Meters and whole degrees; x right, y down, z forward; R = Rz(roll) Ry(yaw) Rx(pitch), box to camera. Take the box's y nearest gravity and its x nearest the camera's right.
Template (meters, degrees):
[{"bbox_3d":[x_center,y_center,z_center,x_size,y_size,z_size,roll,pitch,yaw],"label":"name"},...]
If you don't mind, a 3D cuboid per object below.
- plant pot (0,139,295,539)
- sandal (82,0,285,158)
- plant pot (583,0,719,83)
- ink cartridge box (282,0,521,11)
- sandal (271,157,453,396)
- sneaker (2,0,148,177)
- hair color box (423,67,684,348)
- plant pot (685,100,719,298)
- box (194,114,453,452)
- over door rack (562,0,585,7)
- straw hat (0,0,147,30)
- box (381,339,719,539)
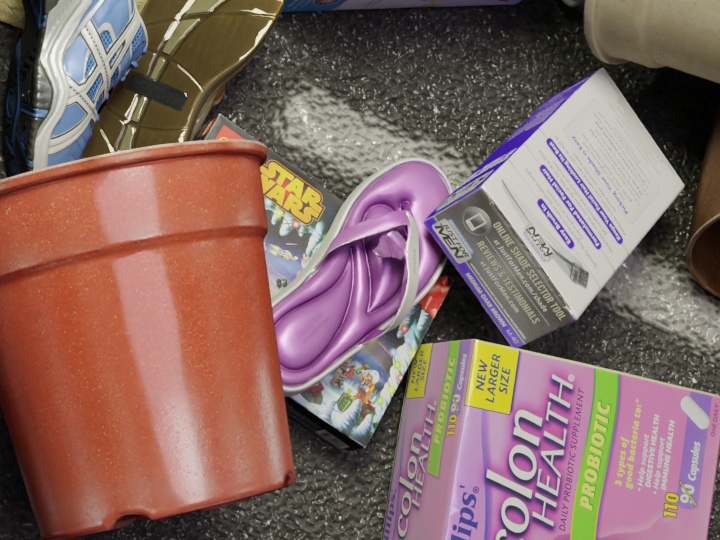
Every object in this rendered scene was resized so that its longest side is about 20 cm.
[{"bbox_3d":[-0.129,0.045,1.050,0.201,0.201,0.195,-11,84,-26],"label":"plant pot"},{"bbox_3d":[-0.118,-0.123,1.200,0.080,0.054,0.200,28,85,7],"label":"sandal"},{"bbox_3d":[0.283,-0.193,1.238,0.183,0.200,0.200,31,63,24],"label":"plant pot"},{"bbox_3d":[0.045,-0.267,1.249,0.200,0.147,0.146,-5,82,-26],"label":"ink cartridge box"},{"bbox_3d":[0.005,0.005,1.189,0.082,0.050,0.203,45,63,-12],"label":"sandal"},{"bbox_3d":[-0.173,-0.126,1.137,0.077,0.076,0.200,6,105,-29],"label":"sneaker"},{"bbox_3d":[0.137,-0.046,1.262,0.109,0.065,0.200,54,40,-7],"label":"hair color box"},{"bbox_3d":[0.335,-0.096,1.349,0.187,0.187,0.200,18,60,-21],"label":"plant pot"},{"bbox_3d":[-0.051,0.010,1.213,0.200,0.040,0.137,34,67,-15],"label":"box"},{"bbox_3d":[0.213,-0.297,1.322,0.148,0.200,0.067,-24,56,-26],"label":"over door rack"},{"bbox_3d":[-0.184,-0.257,1.175,0.201,0.085,0.201,5,79,-25],"label":"straw hat"},{"bbox_3d":[0.127,0.152,1.232,0.200,0.097,0.176,14,80,-22],"label":"box"}]
